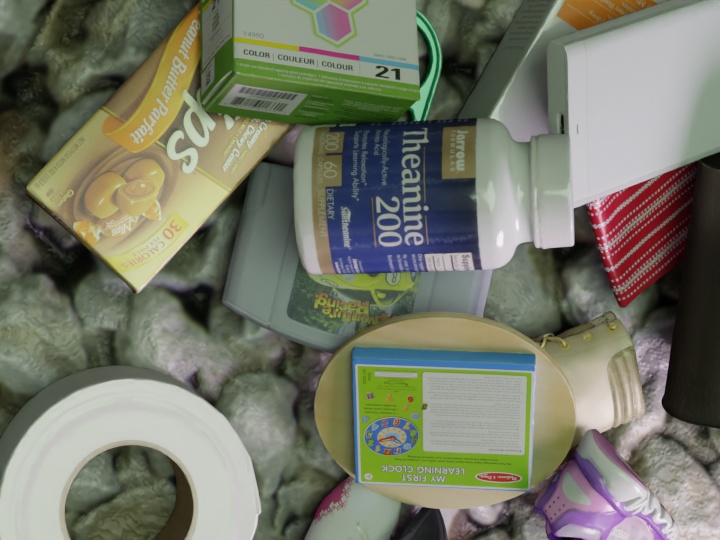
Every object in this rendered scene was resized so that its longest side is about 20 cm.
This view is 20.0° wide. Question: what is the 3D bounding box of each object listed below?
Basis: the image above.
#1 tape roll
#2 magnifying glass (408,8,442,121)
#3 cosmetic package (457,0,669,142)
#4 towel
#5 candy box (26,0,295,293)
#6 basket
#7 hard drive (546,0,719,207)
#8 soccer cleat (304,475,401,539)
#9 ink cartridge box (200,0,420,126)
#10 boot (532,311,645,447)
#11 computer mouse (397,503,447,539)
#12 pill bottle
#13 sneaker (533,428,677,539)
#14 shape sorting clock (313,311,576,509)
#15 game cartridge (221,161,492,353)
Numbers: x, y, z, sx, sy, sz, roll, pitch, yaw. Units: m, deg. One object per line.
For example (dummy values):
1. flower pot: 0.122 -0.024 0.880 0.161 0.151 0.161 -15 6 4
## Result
1. tape roll: -0.181 0.175 1.553 0.202 0.071 0.203 -2 95 -17
2. magnifying glass: 0.033 -0.112 1.613 0.079 0.022 0.201 -10 99 -16
3. cosmetic package: 0.157 -0.148 1.620 0.101 0.071 0.200 30 87 -18
4. towel: 0.235 -0.085 1.627 0.144 0.022 0.200 -36 127 -22
5. candy box: -0.142 -0.094 1.534 0.115 0.055 0.200 43 82 -5
6. basket: 0.326 0.008 1.636 0.180 0.136 0.201 -10 109 -30
7. hard drive: 0.226 -0.137 1.565 0.200 0.026 0.132 -21 120 -31
8. soccer cleat: -0.025 0.248 1.598 0.070 0.086 0.200 37 84 -17
9. ink cartridge box: -0.039 -0.213 1.509 0.147 0.076 0.201 6 70 -22
10. boot: 0.134 0.060 1.636 0.155 0.073 0.201 -27 97 -16
11. computer mouse: 0.016 0.285 1.609 0.046 0.141 0.200 30 50 13
12. pill bottle: 0.055 -0.055 1.491 0.199 0.111 0.111 -2 97 6
13. sneaker: 0.190 0.193 1.626 0.088 0.200 0.081 -43 62 2
14. shape sorting clock: 0.064 0.108 1.551 0.199 0.039 0.201 3 125 4
15. game cartridge: 0.000 0.000 1.565 0.199 0.041 0.134 11 85 3
